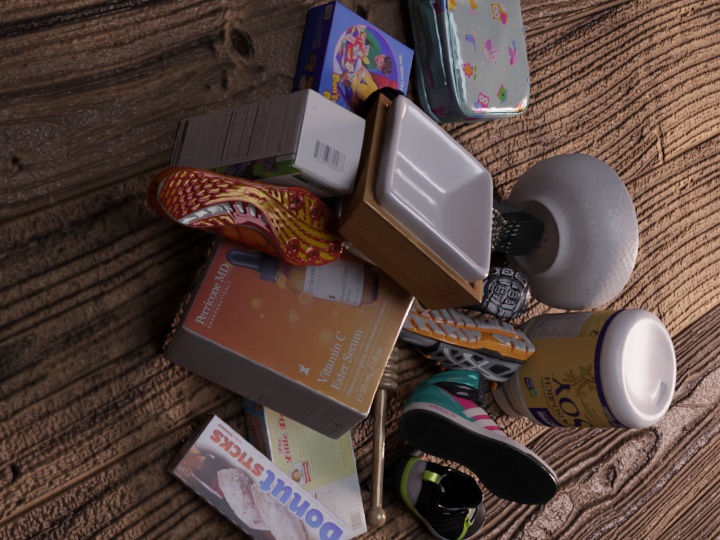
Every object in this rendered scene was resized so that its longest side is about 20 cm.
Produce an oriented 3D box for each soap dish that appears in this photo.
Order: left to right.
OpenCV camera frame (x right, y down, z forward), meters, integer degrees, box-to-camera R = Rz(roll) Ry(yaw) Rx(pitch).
[{"bbox_3d":[0.055,-0.066,1.280,0.157,0.081,0.200,39,31,-21],"label":"soap dish"}]

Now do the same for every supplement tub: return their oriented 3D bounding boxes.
[{"bbox_3d":[0.275,0.124,1.623,0.145,0.199,0.146,6,81,-44],"label":"supplement tub"}]

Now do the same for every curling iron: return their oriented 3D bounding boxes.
[{"bbox_3d":[0.067,0.196,1.534,0.050,0.026,0.200,51,56,-3],"label":"curling iron"}]

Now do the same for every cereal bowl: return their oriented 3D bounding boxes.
[{"bbox_3d":[0.244,-0.044,1.615,0.083,0.200,0.201,-9,93,-35],"label":"cereal bowl"}]

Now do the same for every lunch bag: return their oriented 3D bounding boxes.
[{"bbox_3d":[0.130,-0.283,1.604,0.160,0.077,0.201,-10,93,-44],"label":"lunch bag"}]

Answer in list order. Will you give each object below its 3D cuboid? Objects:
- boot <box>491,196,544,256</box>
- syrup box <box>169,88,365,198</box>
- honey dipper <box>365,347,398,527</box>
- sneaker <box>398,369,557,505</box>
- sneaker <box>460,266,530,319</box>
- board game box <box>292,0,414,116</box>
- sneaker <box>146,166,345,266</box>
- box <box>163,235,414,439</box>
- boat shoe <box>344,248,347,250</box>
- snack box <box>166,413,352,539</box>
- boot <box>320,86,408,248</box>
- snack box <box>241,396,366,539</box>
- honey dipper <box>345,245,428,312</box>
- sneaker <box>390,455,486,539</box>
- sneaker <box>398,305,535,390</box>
[{"bbox_3d":[0.118,-0.072,1.544,0.200,0.131,0.068,7,116,-51],"label":"boot"},{"bbox_3d":[-0.096,-0.113,1.272,0.079,0.199,0.082,24,69,-41],"label":"syrup box"},{"bbox_3d":[0.020,0.186,1.462,0.038,0.038,0.201,13,76,-44],"label":"honey dipper"},{"bbox_3d":[0.139,0.182,1.495,0.200,0.084,0.121,31,32,-9],"label":"sneaker"},{"bbox_3d":[0.100,0.011,1.551,0.199,0.091,0.076,23,80,-19],"label":"sneaker"},{"bbox_3d":[-0.014,-0.182,1.471,0.134,0.045,0.201,25,69,-41],"label":"board game box"},{"bbox_3d":[-0.104,-0.057,1.223,0.199,0.077,0.073,21,90,-25],"label":"sneaker"},{"bbox_3d":[-0.070,0.051,1.292,0.199,0.106,0.153,26,65,-9],"label":"box"},{"bbox_3d":[0.000,0.000,1.450,0.075,0.068,0.200,42,55,15],"label":"boat shoe"},{"bbox_3d":[-0.100,0.234,1.321,0.200,0.024,0.072,43,71,-19],"label":"snack box"},{"bbox_3d":[-0.019,-0.117,1.378,0.162,0.073,0.199,7,65,-30],"label":"boot"},{"bbox_3d":[-0.060,0.200,1.392,0.116,0.037,0.201,-12,95,-43],"label":"snack box"},{"bbox_3d":[-0.002,-0.021,1.399,0.200,0.038,0.038,36,55,3],"label":"honey dipper"},{"bbox_3d":[0.109,0.273,1.511,0.200,0.083,0.072,37,63,-49],"label":"sneaker"},{"bbox_3d":[0.114,0.094,1.553,0.199,0.078,0.077,18,116,-26],"label":"sneaker"}]
